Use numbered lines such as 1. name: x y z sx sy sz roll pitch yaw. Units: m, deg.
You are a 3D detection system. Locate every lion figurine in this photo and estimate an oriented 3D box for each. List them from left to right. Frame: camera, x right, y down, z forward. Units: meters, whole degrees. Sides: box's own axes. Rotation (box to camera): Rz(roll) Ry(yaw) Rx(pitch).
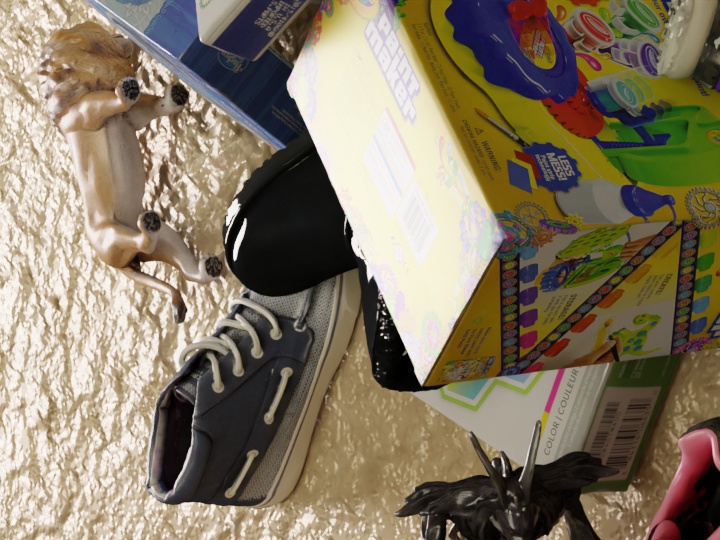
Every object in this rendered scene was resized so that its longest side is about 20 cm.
1. lion figurine: -0.155 -0.062 1.749 0.122 0.072 0.200 -7 87 51

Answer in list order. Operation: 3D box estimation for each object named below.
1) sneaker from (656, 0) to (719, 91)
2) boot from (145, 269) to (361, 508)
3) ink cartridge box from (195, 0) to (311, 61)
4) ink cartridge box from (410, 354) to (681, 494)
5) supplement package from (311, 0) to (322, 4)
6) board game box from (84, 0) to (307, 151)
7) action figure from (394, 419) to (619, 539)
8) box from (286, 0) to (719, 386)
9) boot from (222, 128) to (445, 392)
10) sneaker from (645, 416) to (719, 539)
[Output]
1. sneaker: 0.216 -0.162 1.378 0.070 0.099 0.200 106 -177 -60
2. boot: -0.065 0.049 1.639 0.073 0.090 0.200 23 104 43
3. ink cartridge box: -0.025 -0.242 1.435 0.200 0.041 0.200 -44 41 36
4. ink cartridge box: 0.079 0.033 1.521 0.200 0.059 0.104 33 111 40
5. supplement package: -0.040 -0.264 1.575 0.109 0.114 0.200 30 110 41
6. board game box: -0.098 -0.134 1.607 0.043 0.200 0.199 -52 50 0
7. action figure: 0.082 0.161 1.427 0.200 0.119 0.102 88 164 -56
8. box: 0.097 -0.065 1.387 0.200 0.192 0.122 65 147 31
9. boot: 0.000 0.000 1.507 0.200 0.076 0.168 -44 42 36
10. sneaker: 0.169 0.159 1.403 0.079 0.095 0.200 27 108 40
